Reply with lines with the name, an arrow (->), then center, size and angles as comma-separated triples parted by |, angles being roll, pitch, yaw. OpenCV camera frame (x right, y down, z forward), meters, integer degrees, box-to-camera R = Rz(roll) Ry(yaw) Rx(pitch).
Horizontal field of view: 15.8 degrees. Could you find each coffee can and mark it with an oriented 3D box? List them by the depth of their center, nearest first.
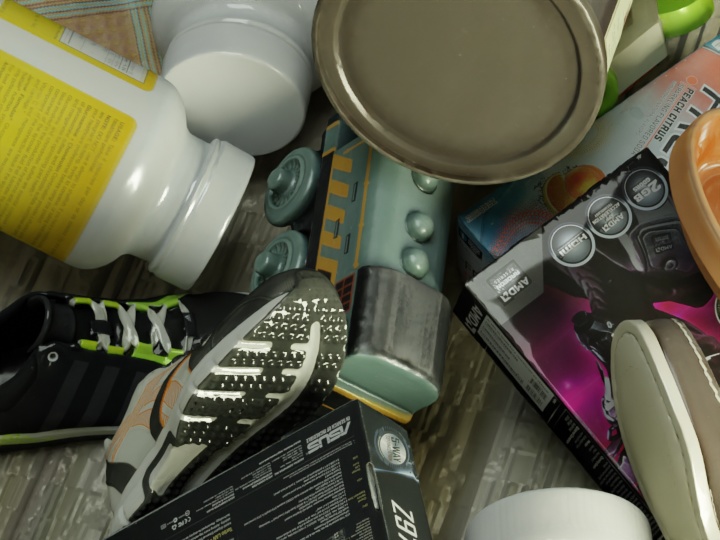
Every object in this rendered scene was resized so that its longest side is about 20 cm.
coffee can -> 0.072, -0.160, 1.325 | 0.146, 0.146, 0.200 | 6, 38, 14

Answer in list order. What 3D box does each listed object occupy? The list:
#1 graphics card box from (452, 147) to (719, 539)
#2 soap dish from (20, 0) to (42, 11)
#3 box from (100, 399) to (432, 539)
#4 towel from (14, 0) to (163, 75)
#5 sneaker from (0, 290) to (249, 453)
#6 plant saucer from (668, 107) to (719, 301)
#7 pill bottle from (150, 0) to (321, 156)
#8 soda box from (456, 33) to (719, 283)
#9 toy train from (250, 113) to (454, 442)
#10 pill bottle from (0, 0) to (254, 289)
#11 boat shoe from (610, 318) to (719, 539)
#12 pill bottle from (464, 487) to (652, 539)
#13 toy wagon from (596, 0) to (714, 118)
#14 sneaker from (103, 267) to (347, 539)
graphics card box -> 0.156, 0.053, 1.285 | 0.125, 0.051, 0.200 | -36, 78, -15
soap dish -> -0.245, -0.178, 1.512 | 0.157, 0.081, 0.200 | 33, 65, 4
box -> -0.054, 0.175, 1.226 | 0.200, 0.044, 0.160 | -31, 50, 22
towel -> -0.175, -0.132, 1.454 | 0.147, 0.022, 0.200 | -10, 77, -23
sneaker -> -0.143, 0.046, 1.360 | 0.200, 0.083, 0.072 | -15, 55, -1
plant saucer -> 0.229, 0.004, 1.287 | 0.032, 0.200, 0.200 | -45, 48, 30
pill bottle -> -0.057, -0.164, 1.465 | 0.111, 0.111, 0.200 | 1, 50, 10
soda box -> 0.147, -0.046, 1.382 | 0.200, 0.068, 0.064 | -36, 66, -15
toy train -> 0.000, 0.000, 1.343 | 0.114, 0.085, 0.200 | -28, 42, 44
pill bottle -> -0.162, -0.069, 1.365 | 0.200, 0.112, 0.112 | 27, 59, -8
boat shoe -> 0.175, 0.112, 1.207 | 0.060, 0.072, 0.200 | -18, 80, -16
pill bottle -> 0.095, 0.208, 1.190 | 0.110, 0.110, 0.200 | -5, 55, 6
toy wagon -> 0.113, -0.130, 1.433 | 0.200, 0.040, 0.155 | -12, 33, 10
sneaker -> -0.077, 0.061, 1.284 | 0.074, 0.200, 0.080 | 13, 41, -34
